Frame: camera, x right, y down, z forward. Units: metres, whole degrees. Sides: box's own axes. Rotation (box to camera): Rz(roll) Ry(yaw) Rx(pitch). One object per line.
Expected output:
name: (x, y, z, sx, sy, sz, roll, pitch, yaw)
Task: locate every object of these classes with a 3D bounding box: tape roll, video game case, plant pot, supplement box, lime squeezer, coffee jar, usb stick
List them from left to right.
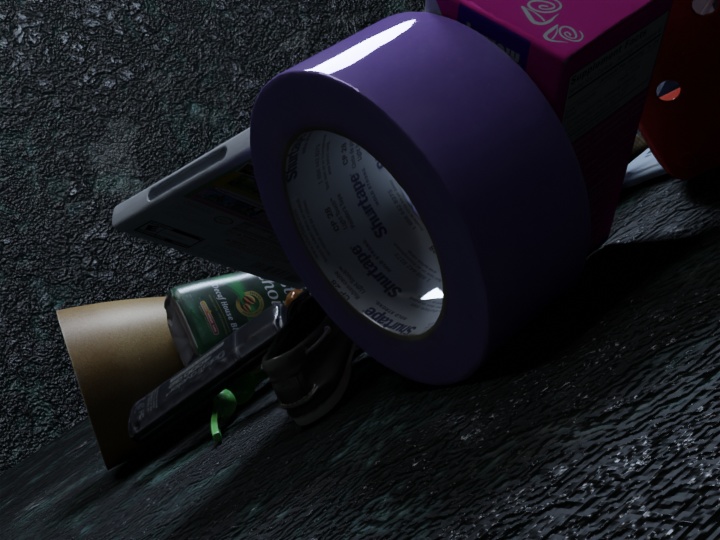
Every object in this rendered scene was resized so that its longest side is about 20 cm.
plant pot: (-0.222, 0.106, 1.087, 0.199, 0.187, 0.186, -17, 0, -17)
usb stick: (-0.142, 0.099, 0.904, 0.200, 0.033, 0.056, -35, 32, 15)
lime squeezer: (-0.117, 0.126, 0.939, 0.070, 0.038, 0.200, 5, 20, 22)
coffee jar: (-0.102, 0.041, 1.020, 0.199, 0.105, 0.085, -20, -20, -26)
video game case: (-0.055, -0.042, 0.725, 0.182, 0.022, 0.199, -22, -29, 37)
tape roll: (0.029, -0.039, 0.551, 0.085, 0.201, 0.200, -35, 5, -27)
supplement box: (0.103, -0.089, 0.581, 0.103, 0.101, 0.201, -35, -34, -28)
plant pot: (0.238, -0.182, 0.630, 0.199, 0.200, 0.177, -24, 30, 29)

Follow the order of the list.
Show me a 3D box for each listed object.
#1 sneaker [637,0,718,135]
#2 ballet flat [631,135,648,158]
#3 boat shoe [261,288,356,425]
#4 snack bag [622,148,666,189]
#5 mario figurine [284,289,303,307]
sneaker: (0.317, -0.185, 0.806, 0.070, 0.108, 0.201, -45, -21, -53)
ballet flat: (0.274, -0.141, 0.975, 0.067, 0.046, 0.200, -36, 5, -36)
boat shoe: (-0.034, 0.043, 0.751, 0.067, 0.057, 0.200, -29, 19, 18)
snack bag: (0.308, -0.129, 0.768, 0.200, 0.021, 0.188, -37, 5, -18)
mario figurine: (0.000, 0.000, 0.890, 0.200, 0.124, 0.106, -36, -18, 25)
